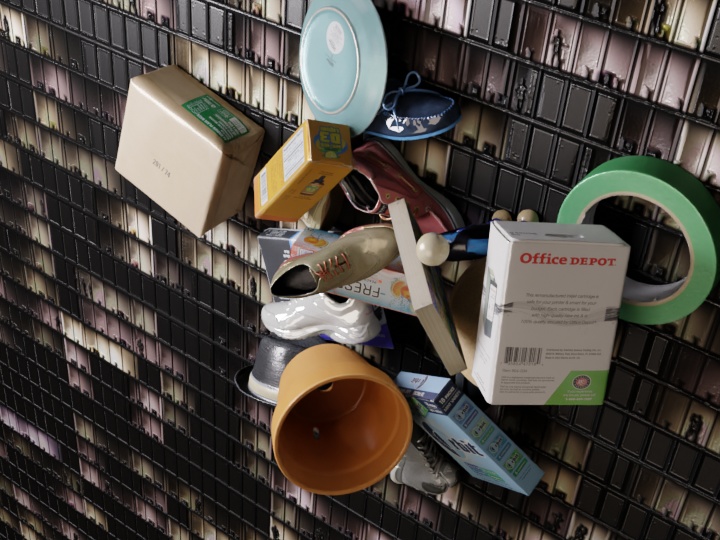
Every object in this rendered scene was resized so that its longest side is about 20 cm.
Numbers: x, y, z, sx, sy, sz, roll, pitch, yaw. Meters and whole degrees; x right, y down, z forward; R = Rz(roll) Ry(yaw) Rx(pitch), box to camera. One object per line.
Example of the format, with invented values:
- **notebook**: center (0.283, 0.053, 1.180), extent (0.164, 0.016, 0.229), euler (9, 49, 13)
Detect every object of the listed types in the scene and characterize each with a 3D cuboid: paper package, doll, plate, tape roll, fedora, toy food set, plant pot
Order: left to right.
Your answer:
- **paper package**: center (-0.268, -0.187, 1.596), extent (0.200, 0.103, 0.191), euler (38, 135, 16)
- **fedora**: center (-0.099, 0.151, 1.637), extent (0.199, 0.200, 0.092), euler (15, 107, 33)
- **plant pot**: center (-0.038, 0.197, 1.480), extent (0.140, 0.198, 0.201), euler (-117, 19, -59)
- **plate**: center (-0.033, -0.273, 1.344), extent (0.200, 0.025, 0.202), euler (19, 113, 53)
- **doll**: center (0.136, -0.037, 1.277), extent (0.136, 0.199, 0.049), euler (1, 102, 40)
- **toy food set**: center (0.200, 0.061, 1.335), extent (0.200, 0.049, 0.199), euler (-38, 64, 20)
- **tape roll**: center (0.332, -0.034, 1.228), extent (0.199, 0.048, 0.202), euler (21, 129, 28)

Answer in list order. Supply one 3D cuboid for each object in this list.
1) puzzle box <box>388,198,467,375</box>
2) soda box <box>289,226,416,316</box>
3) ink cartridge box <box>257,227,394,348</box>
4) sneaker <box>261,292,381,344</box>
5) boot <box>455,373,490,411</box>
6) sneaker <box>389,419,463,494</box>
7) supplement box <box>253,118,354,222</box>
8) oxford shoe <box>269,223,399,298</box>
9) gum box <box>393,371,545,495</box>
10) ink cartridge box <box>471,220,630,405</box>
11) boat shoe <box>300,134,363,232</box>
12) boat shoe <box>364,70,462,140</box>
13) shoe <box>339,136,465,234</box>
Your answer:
- **puzzle box**: center (0.084, 0.017, 1.308), extent (0.025, 0.201, 0.133), euler (-22, 133, 10)
- **soda box**: center (0.000, 0.000, 1.470), extent (0.198, 0.068, 0.064), euler (15, 120, 11)
- **ink cartridge box**: center (-0.055, 0.034, 1.602), extent (0.197, 0.043, 0.201), euler (4, 120, 37)
- **sneaker**: center (-0.063, 0.049, 1.545), extent (0.198, 0.078, 0.100), euler (1, 112, 26)
- **boot**: center (0.220, 0.136, 1.409), extent (0.167, 0.076, 0.202), euler (23, 124, 32)
- **sneaker**: center (0.112, 0.280, 1.608), extent (0.115, 0.075, 0.201), euler (25, 140, 20)
- **supplement box**: center (-0.080, -0.131, 1.397), extent (0.200, 0.066, 0.069), euler (-33, 56, 58)
- **oxford shoe**: center (-0.032, -0.003, 1.396), extent (0.199, 0.075, 0.071), euler (-25, 100, 21)
- **gum box**: center (0.146, 0.229, 1.474), extent (0.200, 0.045, 0.170), euler (44, 165, -14)
- **ink cartridge box**: center (0.218, 0.049, 1.203), extent (0.144, 0.084, 0.202), euler (2, 109, -9)
- **boat shoe**: center (-0.052, -0.132, 1.471), extent (0.064, 0.071, 0.201), euler (37, 136, 14)
- **boat shoe**: center (0.036, -0.213, 1.334), extent (0.199, 0.084, 0.069), euler (6, 130, 35)
- **shoe**: center (0.052, -0.087, 1.396), extent (0.200, 0.091, 0.071), euler (48, 137, 4)
